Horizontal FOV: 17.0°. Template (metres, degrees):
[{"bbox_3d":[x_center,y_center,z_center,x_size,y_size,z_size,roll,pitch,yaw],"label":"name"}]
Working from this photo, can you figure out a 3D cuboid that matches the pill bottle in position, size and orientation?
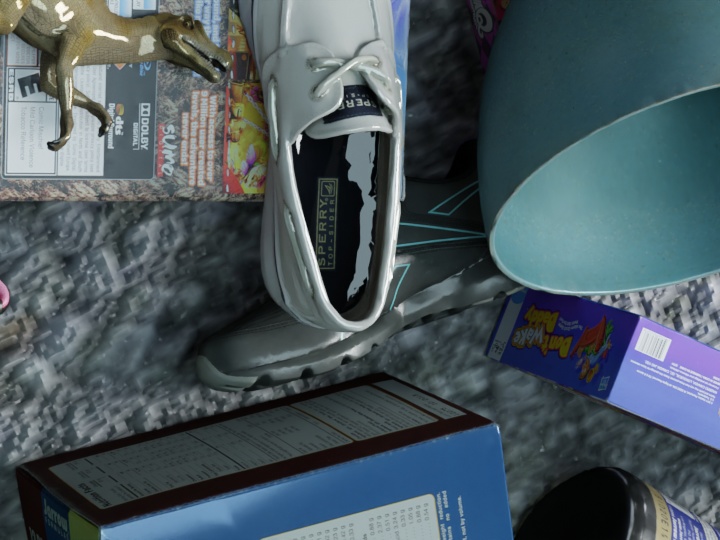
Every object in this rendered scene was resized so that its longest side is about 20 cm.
[{"bbox_3d":[0.176,0.194,1.257,0.199,0.112,0.112,33,84,-23],"label":"pill bottle"}]

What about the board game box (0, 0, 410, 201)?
[{"bbox_3d":[-0.084,-0.115,1.110,0.199,0.097,0.161,0,97,-23],"label":"board game box"}]

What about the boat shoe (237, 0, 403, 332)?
[{"bbox_3d":[-0.013,-0.071,1.057,0.071,0.066,0.202,0,98,-23],"label":"boat shoe"}]

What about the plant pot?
[{"bbox_3d":[0.139,-0.094,1.138,0.199,0.200,0.136,-4,63,-23],"label":"plant pot"}]

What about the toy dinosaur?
[{"bbox_3d":[-0.150,-0.117,1.009,0.200,0.058,0.102,35,68,-30],"label":"toy dinosaur"}]

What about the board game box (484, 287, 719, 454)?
[{"bbox_3d":[0.180,0.068,1.229,0.199,0.134,0.045,23,88,-24],"label":"board game box"}]

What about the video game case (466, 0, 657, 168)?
[{"bbox_3d":[0.136,-0.169,1.230,0.180,0.036,0.201,-20,105,-20],"label":"video game case"}]

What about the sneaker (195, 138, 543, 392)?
[{"bbox_3d":[0.000,0.000,1.185,0.199,0.075,0.080,-24,95,-27],"label":"sneaker"}]

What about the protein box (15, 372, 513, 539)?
[{"bbox_3d":[-0.038,0.176,1.149,0.199,0.135,0.200,-13,103,-21],"label":"protein box"}]

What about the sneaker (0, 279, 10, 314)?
[{"bbox_3d":[-0.198,0.015,1.048,0.079,0.095,0.201,-45,153,-49],"label":"sneaker"}]
